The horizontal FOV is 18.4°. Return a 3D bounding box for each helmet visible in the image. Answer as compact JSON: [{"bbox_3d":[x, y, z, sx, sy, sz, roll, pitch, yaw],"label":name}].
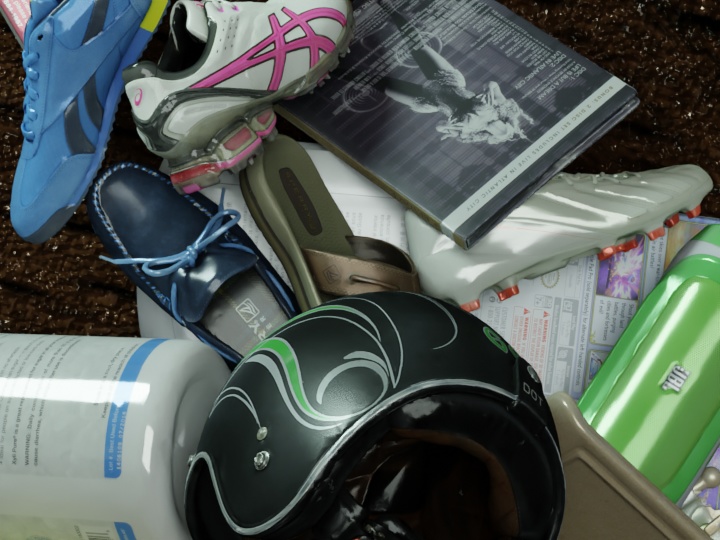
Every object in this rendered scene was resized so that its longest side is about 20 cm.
[{"bbox_3d":[0.006,0.108,1.200,0.200,0.191,0.201,-4,104,-19],"label":"helmet"}]

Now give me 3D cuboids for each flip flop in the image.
[{"bbox_3d":[0.000,0.000,1.318,0.058,0.081,0.200,-34,81,30],"label":"flip flop"}]

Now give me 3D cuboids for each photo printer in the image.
[{"bbox_3d":[-0.039,0.002,1.392,0.199,0.069,0.167,4,84,-4],"label":"photo printer"}]

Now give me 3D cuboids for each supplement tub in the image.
[{"bbox_3d":[-0.181,0.103,1.304,0.200,0.132,0.132,2,83,20],"label":"supplement tub"}]

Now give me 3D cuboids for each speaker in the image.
[{"bbox_3d":[0.189,0.073,1.353,0.088,0.088,0.200,34,82,-1],"label":"speaker"}]

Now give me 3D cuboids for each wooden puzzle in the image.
[{"bbox_3d":[0.135,0.170,1.301,0.200,0.185,0.037,46,49,-7],"label":"wooden puzzle"}]

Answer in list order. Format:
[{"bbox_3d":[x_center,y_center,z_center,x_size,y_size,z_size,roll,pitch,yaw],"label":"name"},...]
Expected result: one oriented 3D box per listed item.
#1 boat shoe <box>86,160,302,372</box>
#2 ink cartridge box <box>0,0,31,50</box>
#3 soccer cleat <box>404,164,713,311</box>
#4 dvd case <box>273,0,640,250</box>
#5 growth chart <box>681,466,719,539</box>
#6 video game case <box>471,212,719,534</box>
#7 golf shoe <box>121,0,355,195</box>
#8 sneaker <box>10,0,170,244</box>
[{"bbox_3d":[-0.079,0.005,1.318,0.200,0.069,0.084,39,83,0],"label":"boat shoe"},{"bbox_3d":[-0.155,-0.239,1.402,0.200,0.085,0.146,-31,88,-6],"label":"ink cartridge box"},{"bbox_3d":[0.122,-0.037,1.357,0.200,0.069,0.078,-21,87,-15],"label":"soccer cleat"},{"bbox_3d":[0.050,-0.109,1.375,0.149,0.016,0.200,-40,53,-18],"label":"dvd case"},{"bbox_3d":[0.201,0.241,1.388,0.144,0.018,0.200,-27,98,0],"label":"growth chart"},{"bbox_3d":[0.149,0.057,1.415,0.181,0.045,0.201,8,83,-4],"label":"video game case"},{"bbox_3d":[-0.069,-0.134,1.332,0.092,0.073,0.200,58,40,-19],"label":"golf shoe"},{"bbox_3d":[-0.179,-0.117,1.323,0.078,0.066,0.200,20,97,-31],"label":"sneaker"}]
